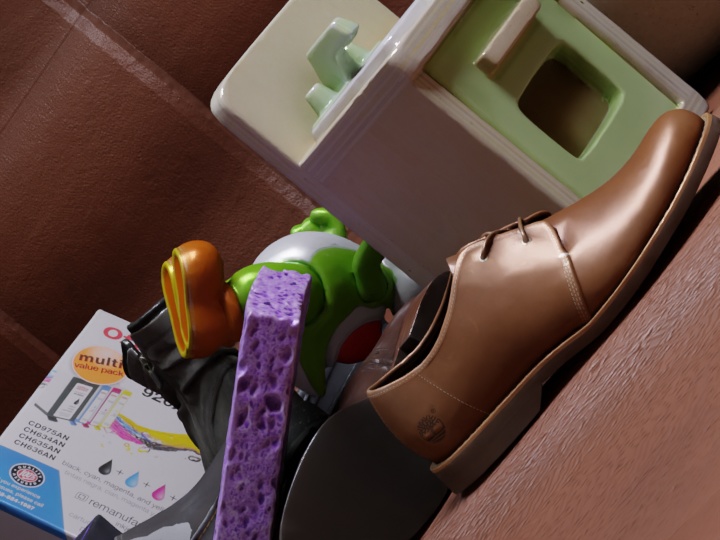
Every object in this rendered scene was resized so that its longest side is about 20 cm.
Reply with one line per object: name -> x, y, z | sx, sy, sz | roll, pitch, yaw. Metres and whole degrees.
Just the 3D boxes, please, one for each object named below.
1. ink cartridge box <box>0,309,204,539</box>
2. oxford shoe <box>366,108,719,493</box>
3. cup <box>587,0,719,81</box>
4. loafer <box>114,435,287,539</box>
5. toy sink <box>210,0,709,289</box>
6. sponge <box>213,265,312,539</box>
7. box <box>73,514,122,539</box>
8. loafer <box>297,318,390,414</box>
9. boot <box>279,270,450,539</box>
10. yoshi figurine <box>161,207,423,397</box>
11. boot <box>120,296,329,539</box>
ink cartridge box -> -0.166, 0.157, 1.592 | 0.200, 0.147, 0.145 | -57, -12, -49
oxford shoe -> 0.080, 0.000, 1.036 | 0.200, 0.071, 0.071 | -50, 2, 2
cup -> 0.153, -0.188, 1.262 | 0.143, 0.201, 0.200 | -16, 26, 37
loafer -> -0.094, 0.153, 1.236 | 0.073, 0.072, 0.201 | -138, 70, -82
toy sink -> 0.051, -0.083, 1.171 | 0.112, 0.200, 0.130 | -47, 5, 48
sponge -> -0.052, 0.106, 1.134 | 0.112, 0.030, 0.201 | -86, 5, -81
box -> -0.176, 0.257, 1.339 | 0.122, 0.106, 0.200 | -47, 6, 41
loafer -> -0.047, 0.107, 1.495 | 0.201, 0.070, 0.068 | -52, 3, 7
boot -> -0.011, 0.110, 1.169 | 0.187, 0.064, 0.200 | -55, 2, -34
yoshi figurine -> -0.003, -0.015, 1.251 | 0.113, 0.199, 0.112 | -110, 15, -44
boot -> -0.080, 0.091, 1.362 | 0.068, 0.131, 0.200 | -41, -17, -27
